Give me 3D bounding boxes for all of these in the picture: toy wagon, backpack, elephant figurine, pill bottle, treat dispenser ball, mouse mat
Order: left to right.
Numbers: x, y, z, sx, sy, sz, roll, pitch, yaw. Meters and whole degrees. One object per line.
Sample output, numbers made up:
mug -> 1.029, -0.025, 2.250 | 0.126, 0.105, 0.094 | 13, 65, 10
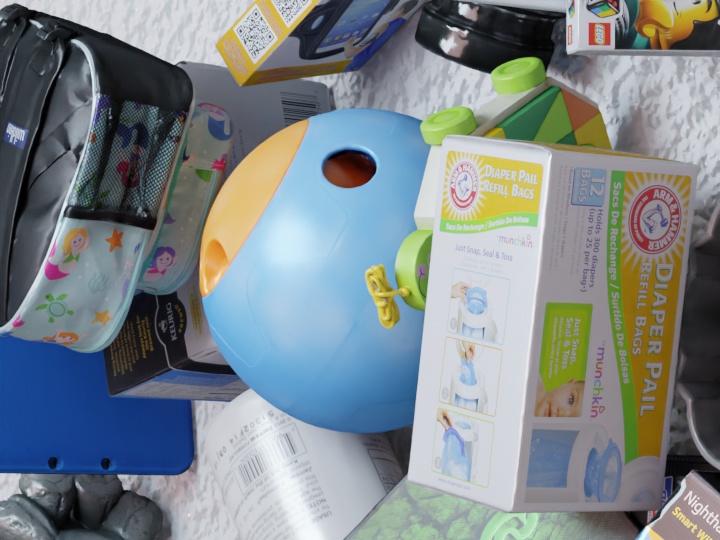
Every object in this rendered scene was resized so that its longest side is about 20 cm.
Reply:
elephant figurine -> -0.226, 0.241, 2.033 | 0.141, 0.155, 0.200 | 30, 130, 0
backpack -> -0.181, -0.050, 1.764 | 0.177, 0.150, 0.200 | 27, 98, 57
pill bottle -> -0.016, 0.173, 1.789 | 0.114, 0.114, 0.200 | -48, 54, 35
treat dispenser ball -> 0.000, 0.000, 1.723 | 0.201, 0.201, 0.201 | -6, 82, 48
mouse mat -> 0.067, 0.182, 1.661 | 0.200, 0.008, 0.161 | -49, 59, 17
toy wagon -> 0.082, -0.026, 1.632 | 0.040, 0.200, 0.155 | 1, 118, 44
pill bottle -> 0.102, -0.222, 1.697 | 0.112, 0.112, 0.200 | 32, 110, 45

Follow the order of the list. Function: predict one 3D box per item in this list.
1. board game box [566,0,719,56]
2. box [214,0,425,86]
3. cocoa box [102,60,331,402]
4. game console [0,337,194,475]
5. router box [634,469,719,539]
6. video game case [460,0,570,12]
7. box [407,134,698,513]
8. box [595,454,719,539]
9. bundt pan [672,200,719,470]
board game box -> 0.182, -0.223, 1.589 | 0.035, 0.126, 0.200 | -170, 79, -82
box -> 0.008, -0.195, 1.790 | 0.200, 0.119, 0.042 | -42, 71, 39
cocoa box -> -0.097, -0.021, 1.885 | 0.131, 0.133, 0.200 | -25, 68, 45
game console -> -0.227, 0.058, 1.975 | 0.171, 0.200, 0.119 | 31, 109, 46
router box -> 0.214, 0.229, 1.516 | 0.200, 0.051, 0.149 | 43, 105, 24
video game case -> 0.137, -0.239, 1.612 | 0.023, 0.200, 0.182 | -166, 81, -83
box -> 0.107, 0.029, 1.561 | 0.101, 0.112, 0.200 | 12, 99, 55
box -> 0.179, 0.206, 1.619 | 0.160, 0.044, 0.200 | 0, 86, 47
bundt pan -> 0.267, 0.037, 1.511 | 0.202, 0.076, 0.202 | -7, 80, 48
